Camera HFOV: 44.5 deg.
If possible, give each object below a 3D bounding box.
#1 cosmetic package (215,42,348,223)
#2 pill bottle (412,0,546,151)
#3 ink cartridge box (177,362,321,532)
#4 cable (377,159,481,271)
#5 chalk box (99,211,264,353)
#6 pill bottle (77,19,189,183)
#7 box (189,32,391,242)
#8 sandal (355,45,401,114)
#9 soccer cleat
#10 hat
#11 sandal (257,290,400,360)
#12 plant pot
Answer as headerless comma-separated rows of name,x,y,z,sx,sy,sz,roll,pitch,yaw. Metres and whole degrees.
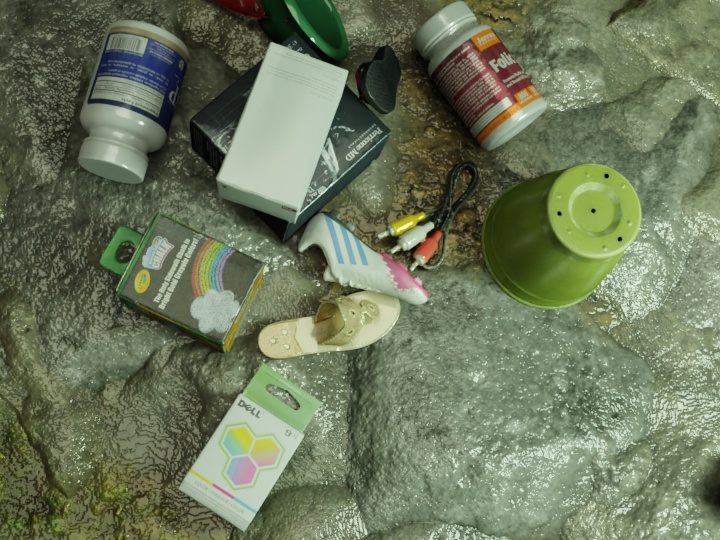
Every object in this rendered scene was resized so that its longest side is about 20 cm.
cosmetic package,-0.100,-0.175,1.129,0.113,0.081,0.200,21,78,-3
pill bottle,0.172,-0.288,1.295,0.114,0.114,0.200,-34,85,-13
ink cartridge box,-0.143,0.232,1.173,0.104,0.059,0.200,33,76,0
cable,0.121,-0.077,1.278,0.200,0.050,0.097,-43,90,-13
chalk box,-0.243,0.010,1.174,0.200,0.124,0.125,26,77,-1
pill bottle,-0.318,-0.229,1.214,0.120,0.120,0.200,14,77,-5
box,-0.100,-0.183,1.234,0.200,0.124,0.197,-44,89,-14
sandal,0.021,-0.269,1.255,0.045,0.200,0.075,-15,113,17
soccer cleat,0.000,0.000,1.242,0.200,0.070,0.086,38,83,7
hat,-0.138,-0.354,1.302,0.176,0.166,0.200,-28,63,24
sandal,-0.037,0.075,1.215,0.211,0.070,0.078,-16,81,-11
plant pot,0.290,-0.059,1.224,0.200,0.193,0.201,1,79,-7
